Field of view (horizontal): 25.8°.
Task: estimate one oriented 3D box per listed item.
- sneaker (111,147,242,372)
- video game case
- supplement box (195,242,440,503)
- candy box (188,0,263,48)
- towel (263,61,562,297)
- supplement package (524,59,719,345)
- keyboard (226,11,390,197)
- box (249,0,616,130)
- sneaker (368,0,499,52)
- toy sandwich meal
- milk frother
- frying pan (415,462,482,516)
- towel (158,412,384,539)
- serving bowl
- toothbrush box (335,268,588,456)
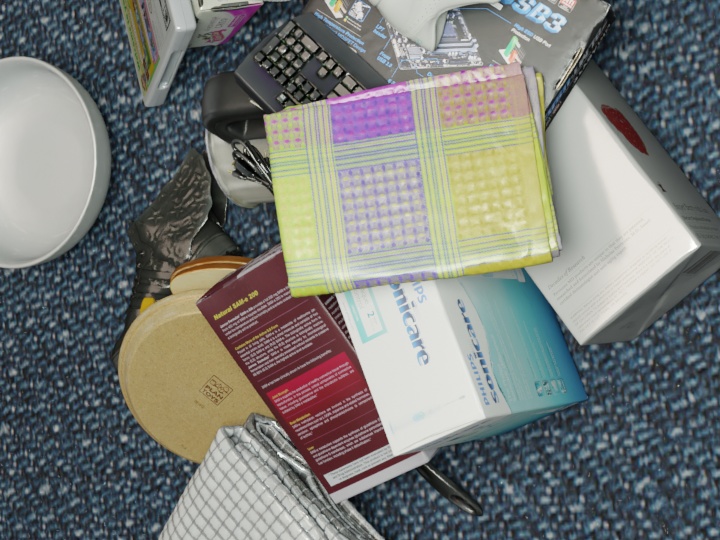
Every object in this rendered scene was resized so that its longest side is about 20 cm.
[{"bbox_3d":[-0.180,-0.007,1.440,0.200,0.060,0.104,-48,70,15],"label":"sneaker"},{"bbox_3d":[-0.191,-0.271,1.397,0.182,0.022,0.201,137,120,-68],"label":"video game case"},{"bbox_3d":[-0.027,0.074,1.243,0.109,0.061,0.201,-29,99,36],"label":"supplement box"},{"bbox_3d":[-0.146,-0.308,1.372,0.136,0.061,0.202,163,97,-71],"label":"candy box"},{"bbox_3d":[0.038,-0.061,1.097,0.198,0.023,0.145,-10,80,6],"label":"towel"},{"bbox_3d":[0.174,-0.059,1.202,0.120,0.121,0.200,-43,71,22],"label":"supplement package"},{"bbox_3d":[-0.017,-0.082,1.128,0.200,0.021,0.127,44,94,13],"label":"keyboard"},{"bbox_3d":[0.051,-0.155,1.152,0.199,0.050,0.199,33,94,12],"label":"box"},{"bbox_3d":[0.094,-0.232,1.081,0.089,0.075,0.200,47,121,-7],"label":"sneaker"},{"bbox_3d":[-0.121,0.082,1.387,0.204,0.070,0.206,4,119,7],"label":"toy sandwich meal"},{"bbox_3d":[-0.027,-0.169,1.311,0.187,0.181,0.201,-3,58,28],"label":"milk frother"},{"bbox_3d":[0.025,0.126,1.306,0.189,0.031,0.115,20,136,16],"label":"frying pan"},{"bbox_3d":[-0.070,0.247,1.345,0.200,0.085,0.166,44,120,22],"label":"towel"},{"bbox_3d":[-0.313,-0.102,1.508,0.199,0.066,0.202,0,89,29],"label":"serving bowl"},{"bbox_3d":[0.079,0.053,1.210,0.085,0.200,0.147,-26,78,26],"label":"toothbrush box"}]
